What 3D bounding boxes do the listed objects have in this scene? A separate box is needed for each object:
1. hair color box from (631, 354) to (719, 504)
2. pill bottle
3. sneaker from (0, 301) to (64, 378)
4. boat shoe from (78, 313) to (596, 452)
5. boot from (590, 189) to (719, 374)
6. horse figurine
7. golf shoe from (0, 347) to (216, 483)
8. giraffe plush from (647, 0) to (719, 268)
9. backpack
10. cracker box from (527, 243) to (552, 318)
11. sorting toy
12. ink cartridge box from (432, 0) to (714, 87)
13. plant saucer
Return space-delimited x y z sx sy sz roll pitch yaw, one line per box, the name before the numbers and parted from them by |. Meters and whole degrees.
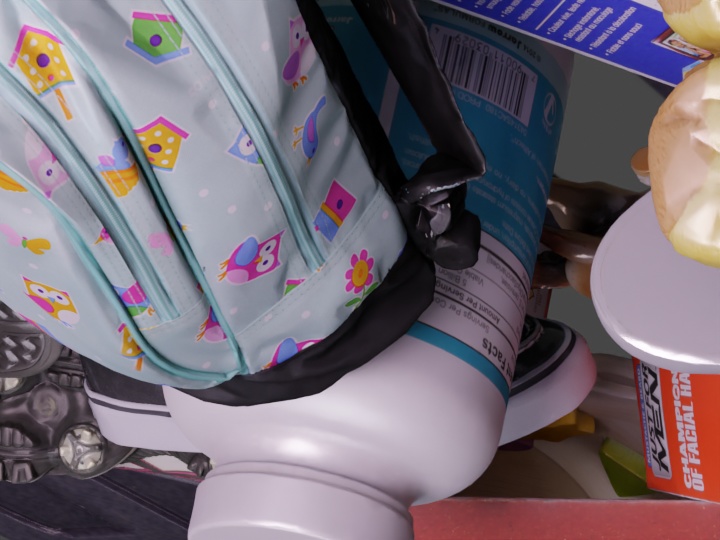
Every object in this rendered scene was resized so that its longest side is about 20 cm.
hair color box | 0.182 0.048 0.887 0.111 0.064 0.200 -8 -179 -15
pill bottle | 0.000 0.000 0.812 0.110 0.201 0.111 11 158 5
sneaker | -0.174 -0.027 0.891 0.199 0.114 0.076 5 133 22
boat shoe | -0.015 0.022 0.905 0.199 0.074 0.068 2 121 30
boot | 0.171 -0.006 0.799 0.199 0.074 0.096 -17 161 1
horse figurine | 0.109 -0.017 0.905 0.200 0.050 0.132 -12 153 37
golf shoe | -0.057 0.052 1.015 0.199 0.078 0.088 6 -176 11
giraffe plush | 0.190 -0.043 0.671 0.200 0.173 0.162 37 -171 24
backpack | -0.068 -0.054 0.677 0.167 0.127 0.200 28 160 28
cracker box | -0.038 -0.015 0.987 0.200 0.058 0.134 31 151 -36
sorting toy | 0.084 0.079 1.077 0.199 0.107 0.180 14 155 -25
ink cartridge box | 0.085 -0.095 0.758 0.199 0.037 0.095 16 159 -14
plant saucer | 0.048 0.136 1.022 0.199 0.037 0.200 0 159 0
